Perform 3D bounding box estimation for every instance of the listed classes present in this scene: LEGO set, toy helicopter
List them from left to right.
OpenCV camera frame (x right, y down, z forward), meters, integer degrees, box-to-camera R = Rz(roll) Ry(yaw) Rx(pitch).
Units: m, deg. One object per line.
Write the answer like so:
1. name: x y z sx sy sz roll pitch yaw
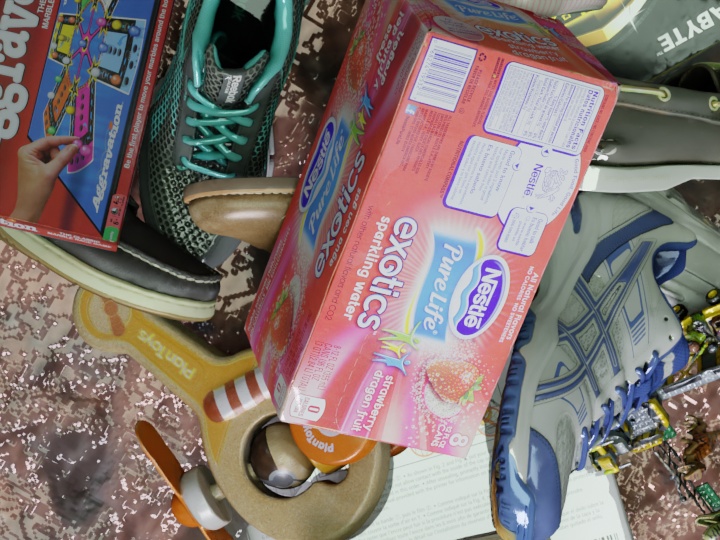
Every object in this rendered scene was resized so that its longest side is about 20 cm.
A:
1. toy helicopter: -0.076 0.073 1.140 0.200 0.079 0.133 36 101 17
2. LEGO set: 0.208 0.120 1.112 0.153 0.116 0.200 -17 123 21

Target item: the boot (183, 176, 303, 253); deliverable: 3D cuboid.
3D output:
1. boot: 0.000 0.000 1.103 0.199 0.074 0.076 15 81 -25

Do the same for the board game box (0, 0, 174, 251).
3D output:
1. board game box: -0.150 -0.116 1.092 0.103 0.019 0.201 12 72 -4

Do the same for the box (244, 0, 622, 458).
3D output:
1. box: 0.030 -0.026 1.019 0.102 0.095 0.201 13 112 -20

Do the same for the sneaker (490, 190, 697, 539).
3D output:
1. sneaker: 0.116 0.044 1.052 0.088 0.075 0.201 14 60 3

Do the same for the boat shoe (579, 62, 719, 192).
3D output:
1. boat shoe: 0.172 -0.075 1.098 0.201 0.072 0.061 -6 100 -36

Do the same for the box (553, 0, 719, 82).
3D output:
1. box: 0.104 -0.164 1.124 0.200 0.049 0.160 -29 99 4

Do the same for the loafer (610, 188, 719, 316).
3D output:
1. loafer: 0.180 0.010 1.154 0.200 0.070 0.070 36 103 -1

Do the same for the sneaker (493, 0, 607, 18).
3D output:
1. sneaker: 0.032 -0.160 1.059 0.199 0.075 0.105 0 97 -5

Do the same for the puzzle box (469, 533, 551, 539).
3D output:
1. puzzle box: 0.042 0.214 1.150 0.133 0.025 0.200 -13 137 -4

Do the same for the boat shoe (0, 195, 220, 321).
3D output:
1. boat shoe: -0.154 -0.040 1.109 0.199 0.073 0.065 28 99 9

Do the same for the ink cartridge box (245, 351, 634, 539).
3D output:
1. ink cartridge box: 0.034 0.114 1.180 0.199 0.045 0.177 -16 85 1

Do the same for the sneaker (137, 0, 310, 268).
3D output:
1. sneaker: -0.072 -0.093 1.109 0.077 0.091 0.201 12 101 -2
